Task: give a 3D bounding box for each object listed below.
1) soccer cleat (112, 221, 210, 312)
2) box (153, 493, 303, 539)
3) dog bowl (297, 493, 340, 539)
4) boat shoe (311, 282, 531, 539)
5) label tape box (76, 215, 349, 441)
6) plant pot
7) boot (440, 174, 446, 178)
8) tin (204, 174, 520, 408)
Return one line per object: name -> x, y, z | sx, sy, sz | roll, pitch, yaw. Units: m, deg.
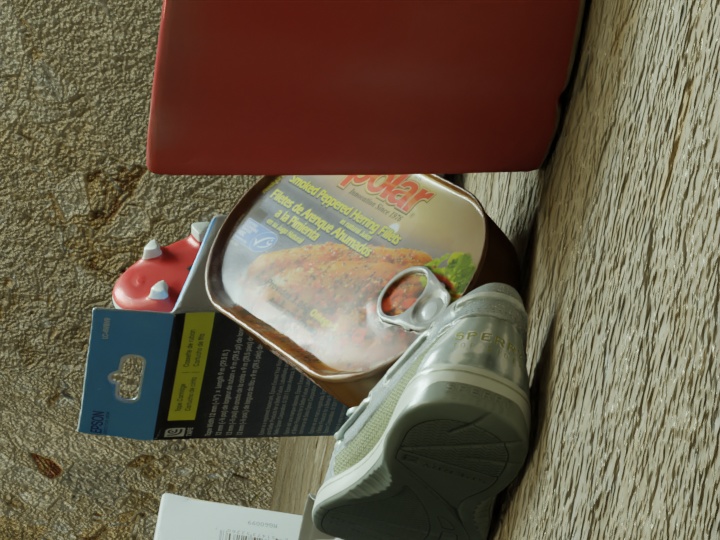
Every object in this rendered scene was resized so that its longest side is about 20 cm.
soccer cleat -> -0.039, 0.014, 1.429 | 0.069, 0.200, 0.085 | -112, 14, -48
box -> -0.099, 0.292, 1.967 | 0.106, 0.152, 0.200 | -86, 7, -57
dog bowl -> -0.020, 0.240, 1.555 | 0.200, 0.059, 0.200 | -170, 90, -87
boat shoe -> 0.030, 0.072, 1.080 | 0.202, 0.074, 0.065 | 114, 172, -63
label tape box -> -0.047, 0.031, 1.335 | 0.143, 0.200, 0.066 | 106, 162, -57
plant pot -> 0.006, -0.128, 1.127 | 0.200, 0.177, 0.201 | -170, 90, -86
boot -> 0.017, -0.109, 1.669 | 0.200, 0.090, 0.073 | -90, 11, -74
tin -> 0.000, 0.000, 1.186 | 0.112, 0.042, 0.200 | -51, 34, -4
